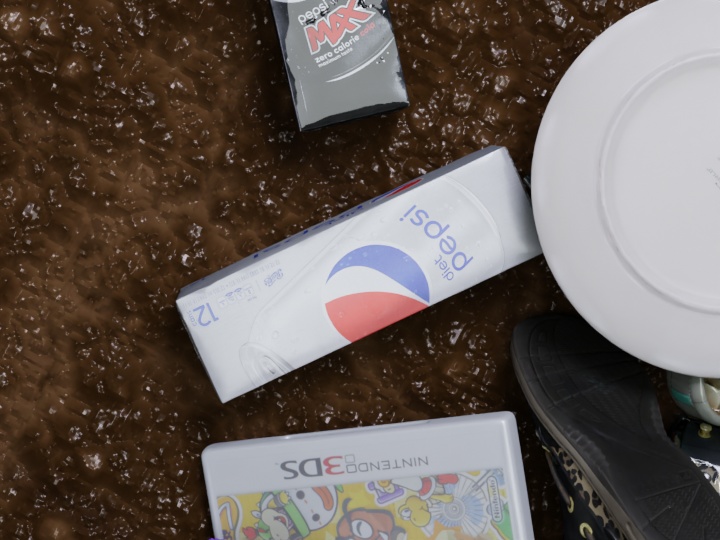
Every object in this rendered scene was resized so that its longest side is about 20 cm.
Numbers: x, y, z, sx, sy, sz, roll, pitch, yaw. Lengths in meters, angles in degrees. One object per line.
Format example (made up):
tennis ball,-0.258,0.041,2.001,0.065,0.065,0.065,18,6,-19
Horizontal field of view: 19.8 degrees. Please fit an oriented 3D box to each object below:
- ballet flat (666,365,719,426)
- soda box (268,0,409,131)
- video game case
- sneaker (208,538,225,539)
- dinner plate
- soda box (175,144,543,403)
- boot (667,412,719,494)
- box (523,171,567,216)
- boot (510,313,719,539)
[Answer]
ballet flat,0.259,0.028,1.101,0.199,0.064,0.068,-27,101,-2
soda box,-0.026,-0.179,1.117,0.063,0.071,0.201,-13,95,0
video game case,0.012,0.186,1.143,0.181,0.023,0.202,-8,95,19
sneaker,-0.082,0.213,1.140,0.200,0.072,0.115,-29,68,26
dinner plate,0.187,-0.045,1.059,0.199,0.024,0.202,0,90,1
soda box,0.000,0.000,1.135,0.199,0.068,0.064,-25,95,-1
boot,0.254,0.093,1.152,0.153,0.073,0.205,15,91,0
box,0.211,-0.053,1.125,0.200,0.046,0.159,-40,117,1
boot,0.128,0.136,1.133,0.073,0.200,0.151,-11,134,-24
